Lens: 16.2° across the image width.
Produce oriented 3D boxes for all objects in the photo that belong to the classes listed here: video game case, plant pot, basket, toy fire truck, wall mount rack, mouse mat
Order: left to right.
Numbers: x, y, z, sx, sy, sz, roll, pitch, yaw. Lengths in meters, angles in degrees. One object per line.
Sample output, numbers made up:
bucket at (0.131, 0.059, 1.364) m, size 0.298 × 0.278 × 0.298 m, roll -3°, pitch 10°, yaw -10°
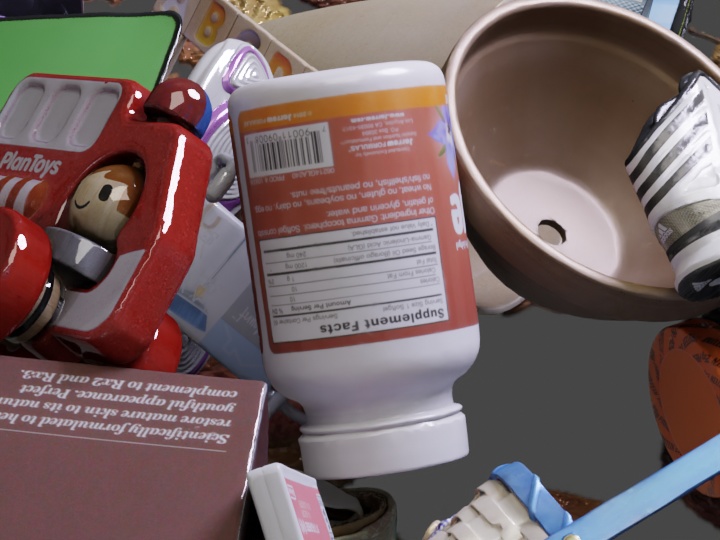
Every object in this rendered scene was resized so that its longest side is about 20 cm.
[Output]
mouse mat at (-0.202, -0.078, 1.399) m, size 0.200 × 0.008 × 0.161 m, roll 1°, pitch 57°, yaw 27°
toy fire truck at (-0.145, -0.024, 1.242) m, size 0.200 × 0.112 × 0.168 m, roll 7°, pitch 67°, yaw 52°
wall mount rack at (-0.082, 0.040, 1.352) m, size 0.174 × 0.200 × 0.075 m, roll -50°, pitch 15°, yaw 0°
video game case at (-0.005, 0.186, 1.133) m, size 0.017 × 0.143 × 0.200 m, roll -18°, pitch 81°, yaw 3°
plant pot at (0.005, -0.083, 1.494) m, size 0.200 × 0.187 × 0.187 m, roll 11°, pitch 40°, yaw 30°
plant pot at (0.120, -0.044, 1.370) m, size 0.201 × 0.093 × 0.201 m, roll 14°, pitch 52°, yaw -18°
basket at (0.107, 0.162, 1.206) m, size 0.200 × 0.176 × 0.139 m, roll -23°, pitch 56°, yaw -15°

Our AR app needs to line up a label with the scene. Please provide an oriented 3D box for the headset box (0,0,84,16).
headset box at (-0.247, -0.194, 1.569) m, size 0.149 × 0.200 × 0.075 m, roll -5°, pitch 42°, yaw -7°

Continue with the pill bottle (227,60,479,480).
pill bottle at (0.000, 0.000, 1.276) m, size 0.112 × 0.200 × 0.112 m, roll -8°, pitch 2°, yaw 0°

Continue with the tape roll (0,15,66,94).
tape roll at (-0.242, -0.050, 1.446) m, size 0.200 × 0.066 × 0.200 m, roll -14°, pitch 50°, yaw 17°

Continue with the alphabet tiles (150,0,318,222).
alphabet tiles at (-0.086, -0.061, 1.466) m, size 0.008 × 0.167 × 0.200 m, roll 10°, pitch 24°, yaw -48°

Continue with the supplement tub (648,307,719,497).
supplement tub at (0.266, 0.051, 1.379) m, size 0.200 × 0.123 × 0.123 m, roll -16°, pitch 45°, yaw -20°

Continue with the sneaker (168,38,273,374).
sneaker at (-0.111, -0.038, 1.425) m, size 0.100 × 0.200 × 0.075 m, roll 20°, pitch 2°, yaw 43°

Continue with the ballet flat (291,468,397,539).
ballet flat at (-0.077, 0.121, 1.293) m, size 0.200 × 0.062 × 0.067 m, roll 8°, pitch 32°, yaw -17°

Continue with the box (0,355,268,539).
box at (-0.132, 0.168, 1.167) m, size 0.166 × 0.200 × 0.164 m, roll 6°, pitch 41°, yaw 3°

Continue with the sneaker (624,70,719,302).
sneaker at (0.223, -0.062, 1.320) m, size 0.200 × 0.076 × 0.115 m, roll -14°, pitch 70°, yaw -34°

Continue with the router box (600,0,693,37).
router box at (0.111, -0.165, 1.660) m, size 0.200 × 0.062 × 0.150 m, roll 12°, pitch 41°, yaw 10°
